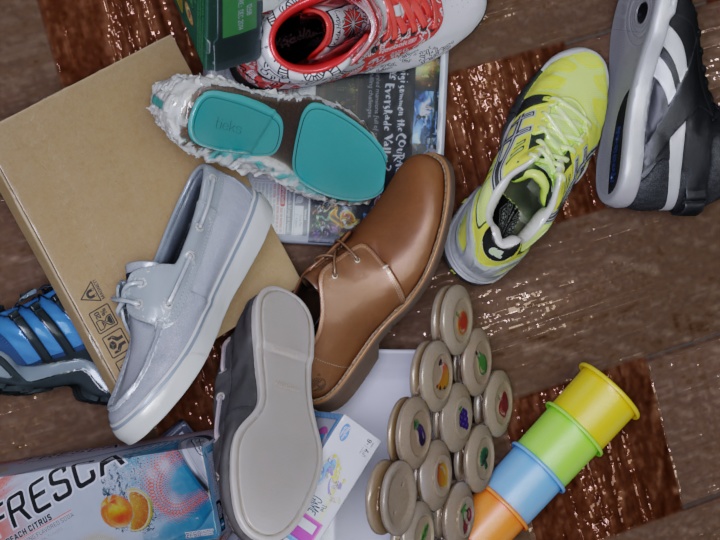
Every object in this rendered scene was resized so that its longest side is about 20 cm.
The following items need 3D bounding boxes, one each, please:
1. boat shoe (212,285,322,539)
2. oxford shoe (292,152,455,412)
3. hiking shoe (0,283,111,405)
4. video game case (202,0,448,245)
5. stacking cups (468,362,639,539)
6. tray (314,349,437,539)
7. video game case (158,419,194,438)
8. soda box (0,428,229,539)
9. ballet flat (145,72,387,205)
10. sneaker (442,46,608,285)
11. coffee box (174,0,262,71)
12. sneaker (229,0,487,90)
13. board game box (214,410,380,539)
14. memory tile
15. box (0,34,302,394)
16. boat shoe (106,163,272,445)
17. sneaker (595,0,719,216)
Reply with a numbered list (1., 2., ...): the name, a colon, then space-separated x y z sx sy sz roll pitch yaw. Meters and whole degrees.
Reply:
1. boat shoe: -0.065 0.102 1.266 0.067 0.057 0.201 23 46 -22
2. oxford shoe: 0.000 0.000 1.350 0.071 0.071 0.201 32 86 -39
3. hiking shoe: -0.223 0.043 1.323 0.199 0.074 0.087 9 81 -26
4. video game case: -0.026 -0.119 1.397 0.181 0.023 0.202 3 89 -16
5. stacking cups: 0.122 0.162 1.429 0.060 0.060 0.200 43 83 -13
6. tray: 0.011 0.156 1.393 0.107 0.022 0.202 1 91 20
7. video game case: -0.158 0.224 1.365 0.200 0.019 0.143 -40 101 -12
8. soda box: -0.183 0.154 1.288 0.199 0.068 0.064 -10 94 12
9. ballet flat: -0.065 -0.097 1.332 0.199 0.072 0.072 19 85 -45
10. sneaker: 0.135 -0.077 1.412 0.075 0.076 0.201 32 73 -13
11. coffee box: -0.115 -0.247 1.272 0.044 0.123 0.201 -17 60 -15
12. sneaker: 0.012 -0.170 1.340 0.200 0.108 0.068 -16 94 -16
13. board game box: -0.075 0.186 1.308 0.034 0.134 0.201 37 76 -17
14. memory tile: 0.059 0.123 1.346 0.154 0.017 0.201 62 39 -44
15. box: -0.148 -0.039 1.320 0.163 0.021 0.201 -32 98 -30
16. boat shoe: -0.128 0.017 1.274 0.071 0.070 0.202 36 60 -19
17. sneaker: 0.246 -0.141 1.456 0.111 0.073 0.201 8 97 -19
